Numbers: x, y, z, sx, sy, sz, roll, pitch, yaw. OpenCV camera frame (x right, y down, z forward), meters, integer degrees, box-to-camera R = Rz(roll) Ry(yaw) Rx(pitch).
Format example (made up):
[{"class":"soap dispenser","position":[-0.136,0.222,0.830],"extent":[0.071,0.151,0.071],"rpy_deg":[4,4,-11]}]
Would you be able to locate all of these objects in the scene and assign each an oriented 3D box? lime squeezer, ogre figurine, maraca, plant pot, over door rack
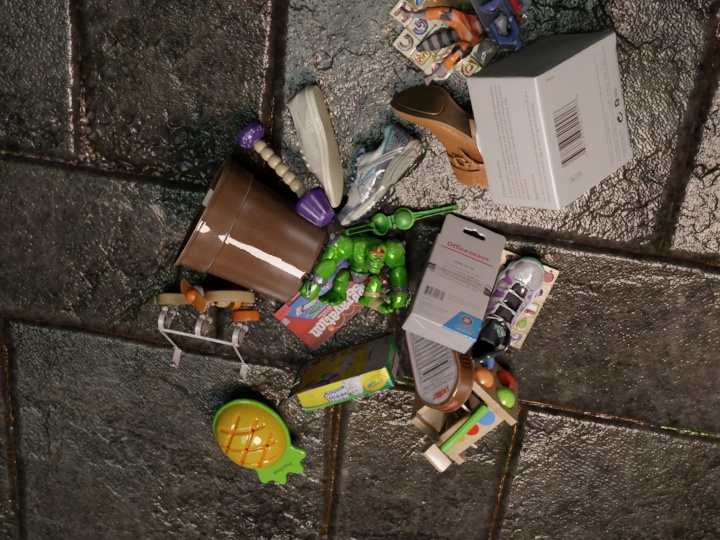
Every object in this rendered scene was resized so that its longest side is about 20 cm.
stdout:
[{"class":"lime squeezer","position":[0.059,-0.087,1.560],"extent":[0.198,0.071,0.038],"rpy_deg":[-13,77,-17]},{"class":"ogre figurine","position":[0.000,0.000,1.567],"extent":[0.198,0.098,0.121],"rpy_deg":[10,104,-7]},{"class":"maraca","position":[-0.191,0.323,1.772],"extent":[0.137,0.107,0.200],"rpy_deg":[-35,107,22]},{"class":"plant pot","position":[-0.174,-0.056,1.545],"extent":[0.197,0.201,0.201],"rpy_deg":[26,117,-13]},{"class":"over door rack","position":[-0.277,0.124,1.685],"extent":[0.146,0.067,0.200],"rpy_deg":[12,153,3]}]

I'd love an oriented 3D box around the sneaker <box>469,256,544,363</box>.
[{"class":"sneaker","position":[0.239,0.080,1.558],"extent":[0.077,0.140,0.201],"rpy_deg":[29,117,-6]}]

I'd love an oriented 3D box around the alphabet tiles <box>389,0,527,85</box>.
[{"class":"alphabet tiles","position":[0.148,-0.387,1.426],"extent":[0.166,0.006,0.200],"rpy_deg":[38,116,-11]}]

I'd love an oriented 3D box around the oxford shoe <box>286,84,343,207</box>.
[{"class":"oxford shoe","position":[-0.072,-0.198,1.518],"extent":[0.057,0.075,0.201],"rpy_deg":[-10,110,16]}]

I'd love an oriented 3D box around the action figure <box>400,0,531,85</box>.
[{"class":"action figure","position":[0.160,-0.390,1.387],"extent":[0.192,0.105,0.202],"rpy_deg":[-19,85,10]}]

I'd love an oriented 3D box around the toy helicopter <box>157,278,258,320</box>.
[{"class":"toy helicopter","position":[-0.281,0.050,1.650],"extent":[0.199,0.132,0.080],"rpy_deg":[-3,86,29]}]

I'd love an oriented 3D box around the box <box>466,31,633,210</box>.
[{"class":"box","position":[0.278,-0.219,1.363],"extent":[0.130,0.199,0.200],"rpy_deg":[12,126,47]}]

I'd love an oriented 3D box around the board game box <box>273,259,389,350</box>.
[{"class":"board game box","position":[-0.053,0.048,1.665],"extent":[0.103,0.019,0.200],"rpy_deg":[41,115,-13]}]

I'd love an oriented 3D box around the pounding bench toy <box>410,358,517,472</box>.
[{"class":"pounding bench toy","position":[0.186,0.242,1.621],"extent":[0.124,0.200,0.156],"rpy_deg":[43,115,-13]}]

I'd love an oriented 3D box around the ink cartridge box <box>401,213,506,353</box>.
[{"class":"ink cartridge box","position":[0.156,0.020,1.546],"extent":[0.115,0.201,0.068],"rpy_deg":[23,153,-1]}]

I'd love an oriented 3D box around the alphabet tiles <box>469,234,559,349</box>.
[{"class":"alphabet tiles","position":[0.217,0.034,1.622],"extent":[0.199,0.008,0.168],"rpy_deg":[21,118,-2]}]

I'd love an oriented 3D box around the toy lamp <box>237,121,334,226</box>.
[{"class":"toy lamp","position":[-0.117,-0.153,1.513],"extent":[0.200,0.058,0.058],"rpy_deg":[50,116,15]}]

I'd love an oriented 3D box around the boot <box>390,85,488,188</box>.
[{"class":"boot","position":[0.144,-0.204,1.483],"extent":[0.199,0.074,0.155],"rpy_deg":[21,150,29]}]

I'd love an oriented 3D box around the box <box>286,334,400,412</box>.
[{"class":"box","position":[-0.031,0.187,1.675],"extent":[0.199,0.118,0.049],"rpy_deg":[-17,112,17]}]

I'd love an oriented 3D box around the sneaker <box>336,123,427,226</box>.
[{"class":"sneaker","position":[0.021,-0.156,1.535],"extent":[0.086,0.078,0.200],"rpy_deg":[48,116,8]}]

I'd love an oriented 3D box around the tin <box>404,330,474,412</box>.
[{"class":"tin","position":[0.129,0.139,1.585],"extent":[0.042,0.201,0.112],"rpy_deg":[13,143,-37]}]
